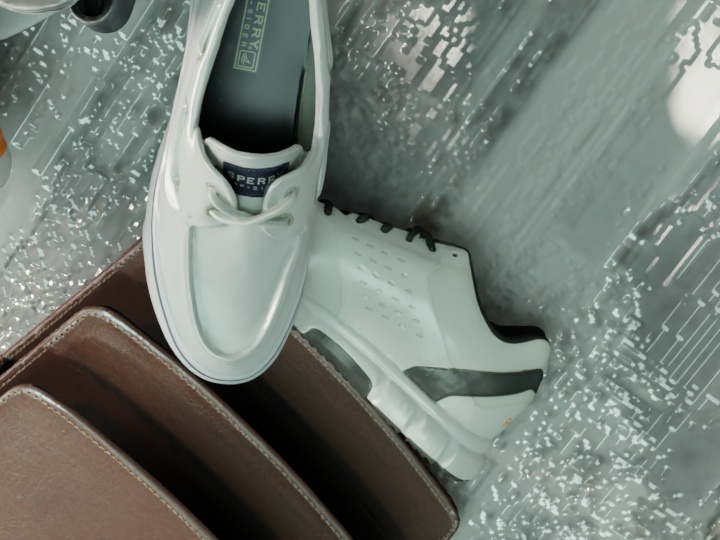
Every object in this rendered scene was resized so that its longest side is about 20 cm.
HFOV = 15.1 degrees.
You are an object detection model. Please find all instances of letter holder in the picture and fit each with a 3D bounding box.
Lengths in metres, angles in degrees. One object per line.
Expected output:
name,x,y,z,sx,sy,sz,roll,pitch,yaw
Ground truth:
letter holder,-0.070,0.099,1.220,0.142,0.101,0.200,-38,102,29

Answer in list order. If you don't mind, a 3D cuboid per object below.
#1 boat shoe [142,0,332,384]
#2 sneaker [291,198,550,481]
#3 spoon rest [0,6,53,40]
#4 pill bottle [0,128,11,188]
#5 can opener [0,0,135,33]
boat shoe,-0.050,-0.046,1.110,0.073,0.065,0.201,0,104,-8
sneaker,0.000,0.000,1.196,0.200,0.074,0.080,42,97,-12
spoon rest,-0.131,-0.145,1.152,0.199,0.061,0.100,-3,113,11
pill bottle,-0.229,-0.109,1.124,0.109,0.110,0.200,-16,108,17
can opener,-0.129,-0.192,1.101,0.053,0.067,0.201,-16,72,17
